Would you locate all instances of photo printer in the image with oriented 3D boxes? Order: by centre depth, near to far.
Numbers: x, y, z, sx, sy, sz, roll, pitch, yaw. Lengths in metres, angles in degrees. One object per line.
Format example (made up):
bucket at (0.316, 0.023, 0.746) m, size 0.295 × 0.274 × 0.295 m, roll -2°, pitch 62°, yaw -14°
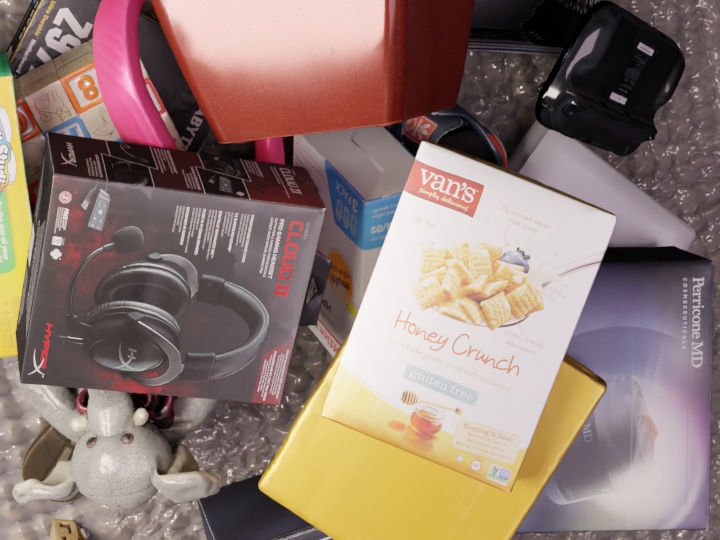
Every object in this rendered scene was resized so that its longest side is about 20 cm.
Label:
photo printer at (0.154, 0.003, 1.284) m, size 0.166 × 0.069 × 0.201 m, roll 37°, pitch 89°, yaw -7°

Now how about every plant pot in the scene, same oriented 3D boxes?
plant pot at (-0.025, -0.185, 1.059) m, size 0.197 × 0.200 × 0.179 m, roll -4°, pitch 100°, yaw 22°

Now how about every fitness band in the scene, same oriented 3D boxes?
fitness band at (-0.116, -0.115, 1.098) m, size 0.037 × 0.144 × 0.201 m, roll -11°, pitch 121°, yaw 30°

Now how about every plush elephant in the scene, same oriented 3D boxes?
plush elephant at (-0.175, 0.104, 1.140) m, size 0.162 × 0.155 × 0.203 m, roll -9°, pitch 108°, yaw 0°

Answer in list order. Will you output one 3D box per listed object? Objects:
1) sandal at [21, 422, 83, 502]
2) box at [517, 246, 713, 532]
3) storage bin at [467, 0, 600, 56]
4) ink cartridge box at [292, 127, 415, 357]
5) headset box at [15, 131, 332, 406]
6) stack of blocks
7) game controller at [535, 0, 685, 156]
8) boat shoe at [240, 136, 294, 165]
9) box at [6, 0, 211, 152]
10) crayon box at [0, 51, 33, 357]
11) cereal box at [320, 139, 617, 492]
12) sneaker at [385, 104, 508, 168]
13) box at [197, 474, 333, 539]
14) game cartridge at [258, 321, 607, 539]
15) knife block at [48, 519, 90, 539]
sandal at (-0.194, 0.107, 1.256) m, size 0.081 × 0.055 × 0.200 m, roll 38°, pitch 110°, yaw -15°
box at (0.158, 0.086, 1.186) m, size 0.195 × 0.123 × 0.203 m, roll -1°, pitch 96°, yaw -4°
storage bin at (0.112, -0.273, 1.185) m, size 0.133 × 0.094 × 0.203 m, roll 0°, pitch 110°, yaw -17°
ink cartridge box at (0.000, 0.000, 1.178) m, size 0.067 × 0.115 × 0.202 m, roll -15°, pitch 128°, yaw -24°
headset box at (-0.119, 0.002, 1.037) m, size 0.197 × 0.077 × 0.150 m, roll 8°, pitch 114°, yaw -18°
stack of blocks at (-0.229, -0.075, 1.118) m, size 0.198 × 0.059 × 0.116 m, roll -27°, pitch 116°, yaw -5°
game controller at (0.200, -0.148, 1.235) m, size 0.199 × 0.042 × 0.105 m, roll 8°, pitch 105°, yaw -61°
boat shoe at (-0.093, -0.045, 1.219) m, size 0.200 × 0.068 × 0.072 m, roll -42°, pitch 116°, yaw 1°
box at (-0.204, -0.104, 1.175) m, size 0.158 × 0.049 × 0.201 m, roll 26°, pitch 100°, yaw -22°
crayon box at (-0.280, -0.037, 1.052) m, size 0.117 × 0.058 × 0.203 m, roll -8°, pitch 113°, yaw -13°
cereal box at (0.073, 0.030, 1.060) m, size 0.142 × 0.040 × 0.202 m, roll 20°, pitch 98°, yaw 5°
sneaker at (0.034, -0.120, 1.212) m, size 0.198 × 0.085 × 0.076 m, roll 28°, pitch 102°, yaw -12°
box at (-0.018, 0.268, 1.327) m, size 0.196 × 0.123 × 0.202 m, roll -16°, pitch 112°, yaw -13°
game cartridge at (0.049, 0.116, 1.109) m, size 0.175 × 0.032 × 0.201 m, roll 33°, pitch 101°, yaw 3°
knife block at (-0.256, 0.334, 1.310) m, size 0.175 × 0.064 × 0.201 m, roll -34°, pitch 116°, yaw -4°
